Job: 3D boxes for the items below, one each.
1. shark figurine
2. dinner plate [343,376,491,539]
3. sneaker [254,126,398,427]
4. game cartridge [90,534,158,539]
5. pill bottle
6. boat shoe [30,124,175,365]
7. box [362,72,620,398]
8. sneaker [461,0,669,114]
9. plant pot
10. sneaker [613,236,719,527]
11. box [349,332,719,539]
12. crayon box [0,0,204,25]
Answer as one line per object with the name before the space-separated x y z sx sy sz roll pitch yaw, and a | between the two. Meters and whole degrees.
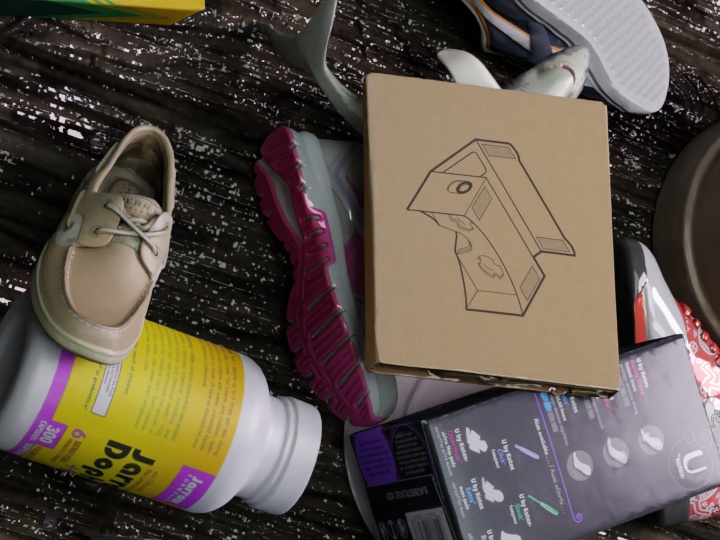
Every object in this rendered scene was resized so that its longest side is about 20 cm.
shark figurine | 0.038 -0.099 1.715 0.214 0.089 0.129 9 81 -14
dinner plate | 0.082 0.116 1.744 0.200 0.024 0.201 3 83 -24
sneaker | 0.000 0.000 1.682 0.088 0.081 0.201 -8 81 -29
game cartridge | -0.060 0.190 1.605 0.200 0.133 0.041 9 79 -24
pill bottle | -0.128 0.086 1.602 0.200 0.104 0.105 20 75 -22
boat shoe | -0.147 -0.020 1.566 0.072 0.065 0.200 27 31 -11
box | 0.080 -0.023 1.635 0.163 0.021 0.201 7 66 -16
sneaker | 0.135 -0.170 1.780 0.200 0.079 0.079 38 58 -43
plant pot | 0.331 -0.023 1.796 0.200 0.173 0.201 3 83 -26
sneaker | 0.232 0.068 1.787 0.108 0.067 0.202 -11 94 -14
box | 0.114 0.122 1.676 0.200 0.122 0.106 -17 90 -25
crayon box | -0.189 -0.261 1.640 0.172 0.058 0.201 0 83 -25
